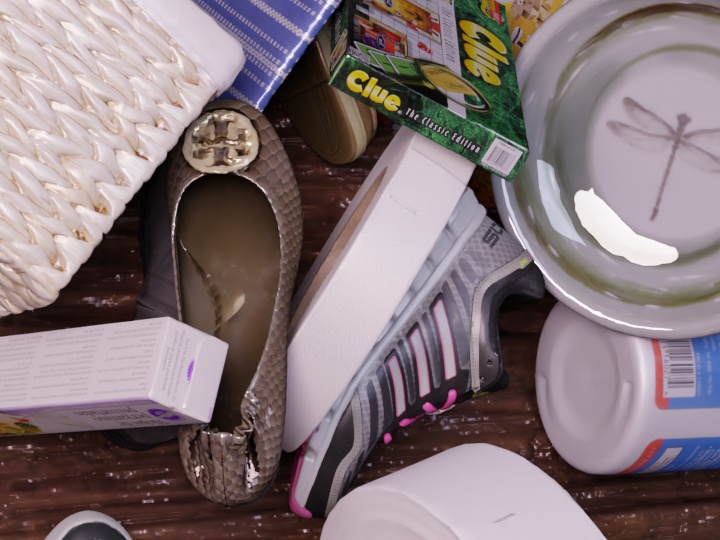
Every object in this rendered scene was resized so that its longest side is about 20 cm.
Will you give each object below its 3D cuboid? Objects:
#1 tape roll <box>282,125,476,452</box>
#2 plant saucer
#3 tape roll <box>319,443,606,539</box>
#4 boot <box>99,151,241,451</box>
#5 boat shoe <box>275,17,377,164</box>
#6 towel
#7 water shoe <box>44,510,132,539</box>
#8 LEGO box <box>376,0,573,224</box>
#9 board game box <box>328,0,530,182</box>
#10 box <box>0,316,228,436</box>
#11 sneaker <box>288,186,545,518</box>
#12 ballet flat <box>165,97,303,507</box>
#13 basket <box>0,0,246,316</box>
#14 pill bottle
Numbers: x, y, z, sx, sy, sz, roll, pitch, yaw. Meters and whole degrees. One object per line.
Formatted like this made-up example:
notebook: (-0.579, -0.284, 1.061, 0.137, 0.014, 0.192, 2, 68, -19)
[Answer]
tape roll: (0.000, 0.000, 1.114, 0.037, 0.203, 0.204, 32, 64, -5)
plant saucer: (0.172, -0.064, 1.186, 0.201, 0.199, 0.050, 69, 19, 0)
tape roll: (0.061, 0.194, 1.107, 0.070, 0.202, 0.204, -18, 88, -31)
boot: (-0.069, -0.002, 1.116, 0.069, 0.131, 0.201, 20, 70, -24)
boat shoe: (-0.029, -0.160, 1.214, 0.063, 0.073, 0.202, -20, 82, -27)
towel: (-0.045, -0.152, 1.117, 0.024, 0.145, 0.201, 33, 94, -36)
water shoe: (-0.135, 0.217, 1.058, 0.071, 0.079, 0.202, 18, 70, -26)
LEGO box: (0.110, -0.139, 1.285, 0.149, 0.077, 0.201, 38, 63, -19)
board game box: (0.033, -0.118, 1.108, 0.104, 0.024, 0.200, 29, 24, -15)
box: (-0.144, 0.053, 1.020, 0.039, 0.199, 0.042, 27, 65, -39)
sneaker: (0.034, 0.057, 1.170, 0.087, 0.074, 0.201, 32, 81, -4)
ballet flat: (-0.063, 0.011, 1.013, 0.067, 0.046, 0.202, -2, 74, 9)
basket: (-0.198, -0.089, 1.026, 0.200, 0.198, 0.161, 40, 66, -17)
pill bottle: (0.213, 0.062, 1.280, 0.199, 0.112, 0.113, 1, 78, -31)
